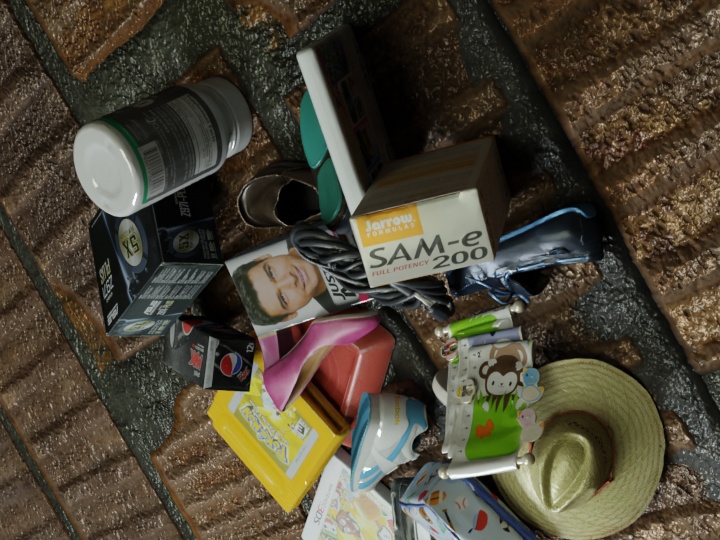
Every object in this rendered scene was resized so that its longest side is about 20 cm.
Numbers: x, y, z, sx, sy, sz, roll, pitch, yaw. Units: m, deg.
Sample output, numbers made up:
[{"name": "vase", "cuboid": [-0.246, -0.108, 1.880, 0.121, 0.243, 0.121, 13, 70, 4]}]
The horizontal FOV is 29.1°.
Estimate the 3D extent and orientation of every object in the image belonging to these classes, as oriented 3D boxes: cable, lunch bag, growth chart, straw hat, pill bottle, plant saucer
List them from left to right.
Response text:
[{"name": "pill bottle", "cuboid": [-0.226, -0.149, 1.613, 0.112, 0.199, 0.115, 22, 127, 33]}, {"name": "plant saucer", "cuboid": [-0.060, 0.107, 1.722, 0.199, 0.037, 0.201, 36, 133, 23]}, {"name": "cable", "cuboid": [0.000, 0.000, 1.450, 0.198, 0.163, 0.051, 23, 90, 26]}, {"name": "lunch bag", "cuboid": [0.128, 0.287, 1.553, 0.160, 0.076, 0.200, 41, 171, -2]}, {"name": "growth chart", "cuboid": [0.134, 0.126, 1.462, 0.144, 0.202, 0.018, -26, 139, 38]}, {"name": "straw hat", "cuboid": [0.212, 0.196, 1.412, 0.198, 0.085, 0.204, 4, 104, 17]}]

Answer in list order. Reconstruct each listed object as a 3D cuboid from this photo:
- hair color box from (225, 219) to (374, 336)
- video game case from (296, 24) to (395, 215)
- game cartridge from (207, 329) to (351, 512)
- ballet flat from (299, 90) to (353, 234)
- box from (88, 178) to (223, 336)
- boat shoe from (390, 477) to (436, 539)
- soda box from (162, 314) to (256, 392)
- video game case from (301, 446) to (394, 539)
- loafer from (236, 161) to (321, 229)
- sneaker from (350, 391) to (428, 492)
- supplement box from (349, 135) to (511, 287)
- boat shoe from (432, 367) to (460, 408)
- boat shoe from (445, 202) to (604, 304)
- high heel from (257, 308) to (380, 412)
[{"name": "hair color box", "cuboid": [-0.051, -0.001, 1.603, 0.198, 0.061, 0.100, -19, 99, 35]}, {"name": "video game case", "cuboid": [-0.005, -0.144, 1.428, 0.023, 0.182, 0.203, -15, 103, 16]}, {"name": "game cartridge", "cuboid": [-0.111, 0.195, 1.772, 0.176, 0.032, 0.201, 46, 136, 14]}, {"name": "ballet flat", "cuboid": [-0.020, -0.117, 1.513, 0.073, 0.072, 0.202, 118, 149, -44]}, {"name": "box", "cuboid": [-0.264, -0.032, 1.757, 0.200, 0.085, 0.166, -44, 53, 48]}, {"name": "boat shoe", "cuboid": [0.065, 0.351, 1.675, 0.067, 0.073, 0.203, -3, 96, 27]}, {"name": "soda box", "cuboid": [-0.196, 0.102, 1.762, 0.199, 0.062, 0.072, -166, 82, -66]}, {"name": "video game case", "cuboid": [0.016, 0.351, 1.797, 0.199, 0.023, 0.183, 38, 134, 22]}, {"name": "loafer", "cuboid": [-0.085, -0.087, 1.608, 0.199, 0.071, 0.074, -13, 103, 47]}, {"name": "sneaker", "cuboid": [0.030, 0.213, 1.662, 0.201, 0.079, 0.077, 106, 166, -59]}, {"name": "supplement box", "cuboid": [0.073, -0.060, 1.349, 0.124, 0.200, 0.074, -13, 106, 16]}, {"name": "boat shoe", "cuboid": [0.154, 0.193, 1.531, 0.199, 0.074, 0.094, 32, 124, 26]}, {"name": "boat shoe", "cuboid": [0.161, -0.003, 1.406, 0.199, 0.083, 0.069, -30, 80, 51]}, {"name": "high heel", "cuboid": [-0.043, 0.105, 1.620, 0.198, 0.067, 0.097, -17, 87, 37]}]
